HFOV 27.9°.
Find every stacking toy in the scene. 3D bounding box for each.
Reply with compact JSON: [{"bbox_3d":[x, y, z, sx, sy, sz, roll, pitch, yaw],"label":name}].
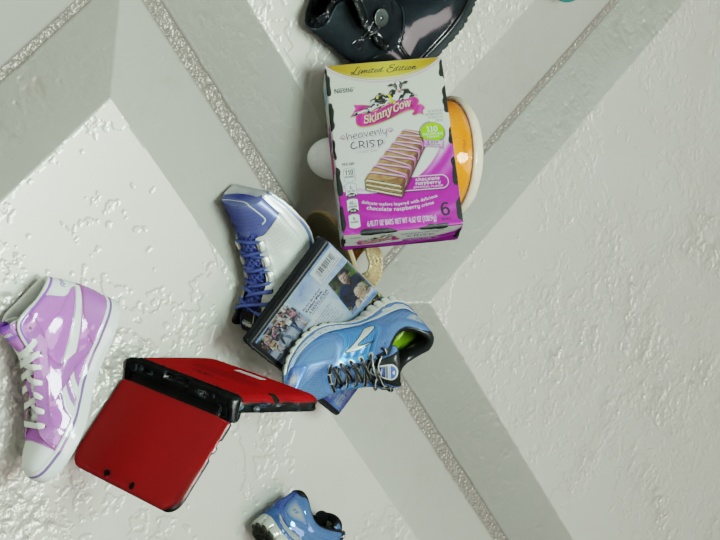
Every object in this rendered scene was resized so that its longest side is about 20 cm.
[{"bbox_3d":[0.032,-0.135,1.692,0.199,0.146,0.147,1,99,-23],"label":"stacking toy"}]

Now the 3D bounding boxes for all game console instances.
[{"bbox_3d":[-0.172,0.165,1.503,0.172,0.200,0.119,4,97,-42],"label":"game console"}]

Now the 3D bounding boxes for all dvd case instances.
[{"bbox_3d":[-0.036,0.067,1.639,0.143,0.018,0.200,-53,139,-7],"label":"dvd case"}]

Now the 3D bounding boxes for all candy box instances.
[{"bbox_3d":[0.034,-0.131,1.611,0.136,0.061,0.201,-6,74,-5],"label":"candy box"}]

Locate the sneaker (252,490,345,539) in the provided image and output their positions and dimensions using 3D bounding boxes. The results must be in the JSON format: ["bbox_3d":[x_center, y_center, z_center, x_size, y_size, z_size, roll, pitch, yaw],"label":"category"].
[{"bbox_3d":[-0.044,0.341,1.723,0.089,0.078,0.200,-45,125,-22],"label":"sneaker"}]

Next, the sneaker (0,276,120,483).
[{"bbox_3d":[-0.326,0.104,1.449,0.114,0.073,0.201,26,71,-37],"label":"sneaker"}]

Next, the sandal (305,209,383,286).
[{"bbox_3d":[-0.004,-0.002,1.703,0.070,0.077,0.212,-40,130,-30],"label":"sandal"}]

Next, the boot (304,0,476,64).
[{"bbox_3d":[0.037,-0.314,1.669,0.200,0.076,0.168,-55,132,-11],"label":"boot"}]

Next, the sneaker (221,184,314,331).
[{"bbox_3d":[-0.101,0.009,1.613,0.115,0.080,0.200,-50,128,-25],"label":"sneaker"}]

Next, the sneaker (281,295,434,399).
[{"bbox_3d":[-0.001,0.097,1.609,0.200,0.089,0.079,-29,131,-28],"label":"sneaker"}]

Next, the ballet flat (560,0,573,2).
[{"bbox_3d":[0.218,-0.412,1.827,0.200,0.068,0.068,32,58,-46],"label":"ballet flat"}]
